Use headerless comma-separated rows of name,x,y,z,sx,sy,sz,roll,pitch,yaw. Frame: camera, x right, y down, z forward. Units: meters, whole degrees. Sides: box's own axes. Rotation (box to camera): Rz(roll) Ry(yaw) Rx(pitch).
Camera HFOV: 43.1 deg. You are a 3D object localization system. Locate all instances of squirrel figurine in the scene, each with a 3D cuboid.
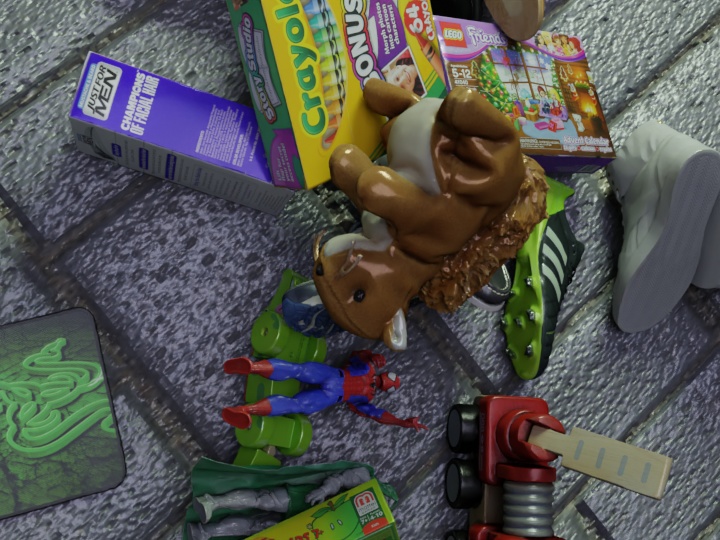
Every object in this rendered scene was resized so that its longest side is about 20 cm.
squirrel figurine,0.055,-0.026,0.720,0.198,0.140,0.190,27,87,-40

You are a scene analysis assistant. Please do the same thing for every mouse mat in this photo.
mouse mat,-0.313,0.131,0.785,0.196,0.008,0.165,-13,86,-16

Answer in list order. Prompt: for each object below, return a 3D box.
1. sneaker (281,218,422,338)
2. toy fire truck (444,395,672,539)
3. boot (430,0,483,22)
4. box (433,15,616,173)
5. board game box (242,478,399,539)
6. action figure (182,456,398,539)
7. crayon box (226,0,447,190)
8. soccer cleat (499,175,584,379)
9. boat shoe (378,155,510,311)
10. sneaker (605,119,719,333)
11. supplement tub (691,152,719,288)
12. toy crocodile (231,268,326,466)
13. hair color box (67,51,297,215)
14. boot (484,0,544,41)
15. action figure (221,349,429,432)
sneaker,0.000,0.000,0.834,0.198,0.077,0.086,-15,73,-42
toy fire truck,0.162,0.200,0.792,0.126,0.200,0.181,5,81,-12
boot,0.019,-0.284,0.849,0.158,0.079,0.213,-43,106,-43
box,0.151,-0.166,0.882,0.196,0.039,0.140,-3,72,-33
board game box,-0.060,0.261,0.766,0.196,0.103,0.048,-23,43,-8
action figure,-0.052,0.205,0.795,0.196,0.055,0.120,-2,125,-30
crayon box,-0.016,-0.191,0.748,0.171,0.058,0.204,-28,114,-35
soccer cleat,0.183,0.006,0.898,0.079,0.067,0.205,7,80,-26
boat shoe,0.087,-0.058,0.851,0.073,0.060,0.203,-2,58,-48
sneaker,0.289,-0.048,0.925,0.072,0.116,0.204,6,117,-20
supplement tub,0.427,-0.056,0.923,0.195,0.145,0.148,-7,84,-15
toy crocodile,-0.078,0.100,0.822,0.067,0.061,0.205,21,76,-47
hair color box,-0.150,-0.116,0.806,0.196,0.109,0.066,16,79,-12
boot,0.179,-0.314,0.909,0.142,0.070,0.205,-1,70,-40
action figure,-0.014,0.103,0.782,0.198,0.097,0.067,3,90,-51
